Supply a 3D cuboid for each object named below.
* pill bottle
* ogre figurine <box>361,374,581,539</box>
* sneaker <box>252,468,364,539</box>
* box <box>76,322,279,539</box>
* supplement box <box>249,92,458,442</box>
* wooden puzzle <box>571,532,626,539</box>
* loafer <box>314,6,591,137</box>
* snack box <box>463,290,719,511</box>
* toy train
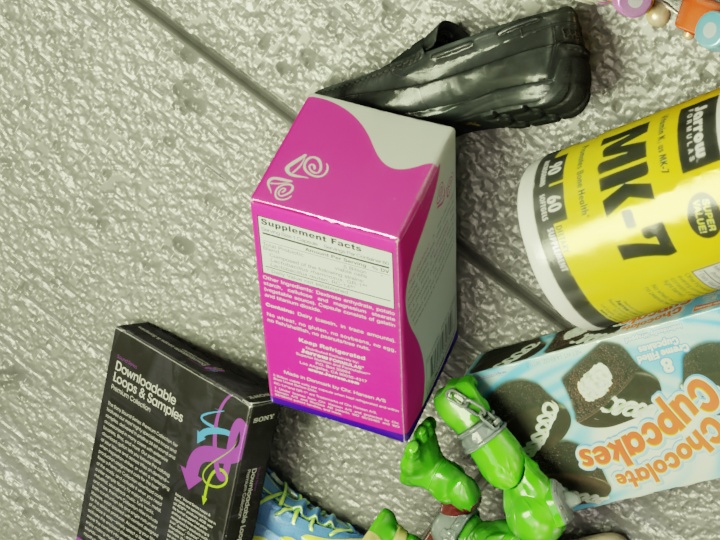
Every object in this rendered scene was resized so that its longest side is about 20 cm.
[{"bbox_3d":[0.205,-0.045,1.389,0.200,0.114,0.114,-21,105,30],"label":"pill bottle"},{"bbox_3d":[0.068,0.179,1.538,0.120,0.098,0.200,28,91,11],"label":"ogre figurine"},{"bbox_3d":[-0.055,0.187,1.639,0.200,0.076,0.105,-4,113,25],"label":"sneaker"},{"bbox_3d":[-0.132,0.154,1.627,0.143,0.036,0.200,27,115,37],"label":"box"},{"bbox_3d":[0.000,0.000,1.469,0.103,0.101,0.200,16,141,15],"label":"supplement box"},{"bbox_3d":[0.135,0.287,1.631,0.185,0.037,0.200,-17,107,29],"label":"wooden puzzle"},{"bbox_3d":[0.054,-0.120,1.452,0.200,0.068,0.071,-8,75,34],"label":"loafer"},{"bbox_3d":[0.180,0.088,1.511,0.200,0.037,0.116,-17,108,29],"label":"snack box"},{"bbox_3d":[0.159,-0.171,1.324,0.150,0.200,0.056,30,102,45],"label":"toy train"}]
